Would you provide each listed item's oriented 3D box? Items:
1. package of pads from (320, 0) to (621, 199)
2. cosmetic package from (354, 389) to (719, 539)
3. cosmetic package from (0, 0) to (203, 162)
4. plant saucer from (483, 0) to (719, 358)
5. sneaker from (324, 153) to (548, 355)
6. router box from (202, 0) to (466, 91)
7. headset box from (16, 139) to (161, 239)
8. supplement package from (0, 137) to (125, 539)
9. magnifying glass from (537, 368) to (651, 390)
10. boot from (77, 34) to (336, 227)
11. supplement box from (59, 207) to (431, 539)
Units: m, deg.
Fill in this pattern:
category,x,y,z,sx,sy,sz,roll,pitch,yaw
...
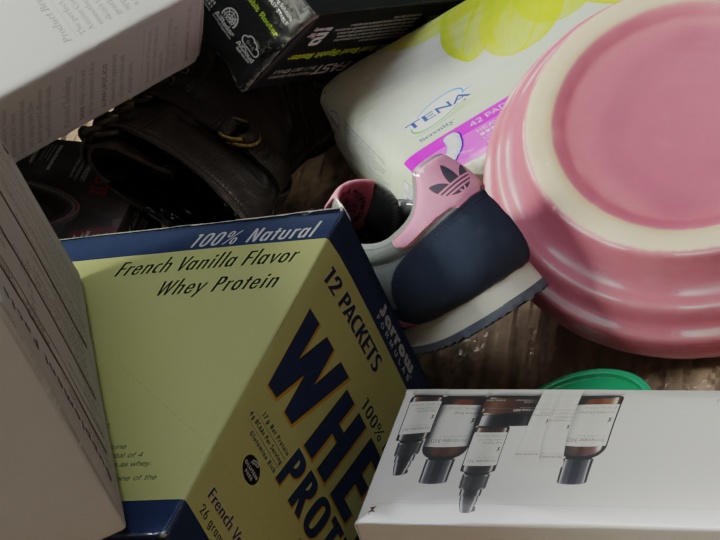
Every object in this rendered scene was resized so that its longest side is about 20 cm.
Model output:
category,x,y,z,sx,sy,sz,roll,pitch,yaw
package of pads,0.093,-0.090,1.446,0.199,0.068,0.155,-30,32,-8
cosmetic package,0.105,0.090,1.162,0.199,0.051,0.083,-1,42,22
cosmetic package,-0.182,-0.107,1.391,0.199,0.074,0.102,-30,69,-18
plant saucer,0.150,-0.057,1.307,0.199,0.051,0.201,-8,54,10
sneaker,0.000,0.000,1.327,0.200,0.082,0.070,-20,11,47
router box,-0.029,-0.175,1.503,0.062,0.150,0.200,-43,-15,30
headset box,-0.191,-0.007,1.454,0.199,0.075,0.149,6,28,7
supplement package,-0.177,0.030,1.158,0.116,0.118,0.200,-24,31,3
magnifying glass,0.070,0.113,1.212,0.079,0.022,0.200,-3,36,32
boot,-0.096,-0.096,1.486,0.200,0.069,0.174,34,34,8
supplement box,-0.098,0.094,1.248,0.199,0.135,0.200,-6,37,30
